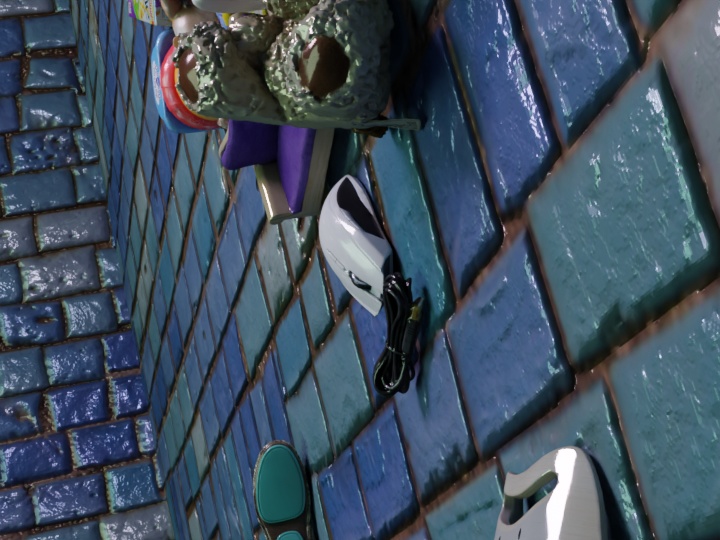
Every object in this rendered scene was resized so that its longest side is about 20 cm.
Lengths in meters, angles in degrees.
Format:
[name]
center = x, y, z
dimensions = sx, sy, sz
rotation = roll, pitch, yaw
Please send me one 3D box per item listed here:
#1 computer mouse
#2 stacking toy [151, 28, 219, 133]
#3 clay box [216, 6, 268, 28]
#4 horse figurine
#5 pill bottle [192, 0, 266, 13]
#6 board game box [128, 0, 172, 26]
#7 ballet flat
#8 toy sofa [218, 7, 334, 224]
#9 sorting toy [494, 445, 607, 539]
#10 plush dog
[computer mouse]
center = 0.000, 0.000, 1.034
dimensions = 0.201, 0.043, 0.110
rotation = -116, 22, -44
[stacking toy]
center = -0.136, -0.204, 1.321
dimensions = 0.199, 0.109, 0.118
rotation = 13, 111, 56
[clay box]
center = -0.103, -0.250, 1.195
dimensions = 0.115, 0.047, 0.203
rotation = -20, 77, 57
[horse figurine]
center = -0.159, -0.230, 1.143
dimensions = 0.202, 0.050, 0.133
rotation = 63, -175, 6
[pill bottle]
center = -0.105, -0.337, 1.078
dimensions = 0.114, 0.113, 0.203
rotation = 175, 87, -73
[board game box]
center = -0.202, -0.336, 1.408
dimensions = 0.200, 0.102, 0.106
rotation = -144, 53, -67
[ballet flat]
center = -0.086, 0.297, 1.460
dimensions = 0.075, 0.067, 0.202
rotation = -176, 74, -89
[toy sofa]
center = -0.066, -0.135, 1.089
dimensions = 0.201, 0.096, 0.083
rotation = 104, 152, -51
[sorting toy]
center = 0.108, 0.204, 0.743
dimensions = 0.200, 0.106, 0.182
rotation = 124, 153, -67
[plush dog]
center = -0.026, -0.195, 0.916
dimensions = 0.199, 0.159, 0.174
rotation = 4, 89, 45
